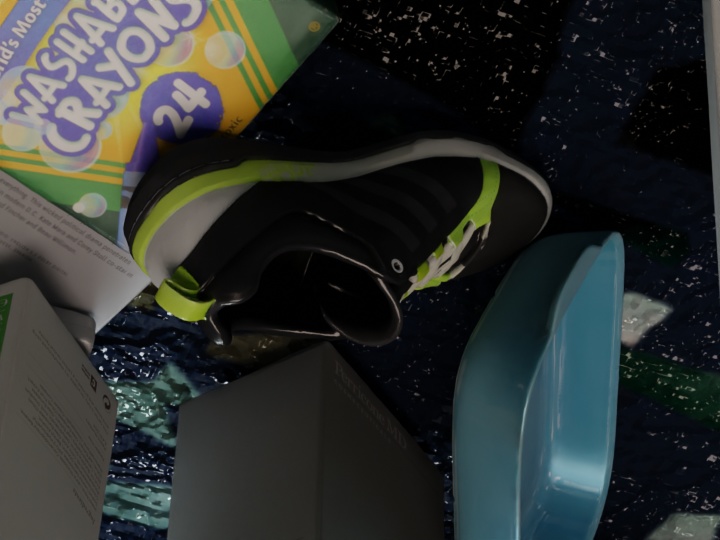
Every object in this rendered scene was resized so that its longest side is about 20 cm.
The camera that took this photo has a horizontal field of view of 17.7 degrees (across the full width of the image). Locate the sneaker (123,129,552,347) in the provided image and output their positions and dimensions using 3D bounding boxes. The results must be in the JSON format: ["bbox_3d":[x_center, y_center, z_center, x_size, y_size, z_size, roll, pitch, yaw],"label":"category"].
[{"bbox_3d":[0.000,0.000,0.880,0.199,0.083,0.072,-5,138,-36],"label":"sneaker"}]

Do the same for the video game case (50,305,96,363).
[{"bbox_3d":[-0.206,0.077,1.008,0.142,0.018,0.201,14,131,-11],"label":"video game case"}]

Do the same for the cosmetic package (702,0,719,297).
[{"bbox_3d":[0.196,-0.061,0.798,0.150,0.202,0.052,-2,170,6],"label":"cosmetic package"}]

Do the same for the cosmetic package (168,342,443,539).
[{"bbox_3d":[-0.022,0.141,0.961,0.090,0.201,0.107,-23,130,23],"label":"cosmetic package"}]

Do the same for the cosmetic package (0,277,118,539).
[{"bbox_3d":[-0.164,0.111,0.889,0.107,0.201,0.085,-17,129,16],"label":"cosmetic package"}]

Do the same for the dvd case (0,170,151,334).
[{"bbox_3d":[-0.173,-0.010,0.958,0.150,0.025,0.200,34,123,-24],"label":"dvd case"}]

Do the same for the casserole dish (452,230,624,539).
[{"bbox_3d":[0.072,0.070,0.965,0.039,0.121,0.201,15,135,19],"label":"casserole dish"}]

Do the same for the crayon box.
[{"bbox_3d":[-0.123,-0.110,0.836,0.199,0.052,0.126,34,112,-23],"label":"crayon box"}]
